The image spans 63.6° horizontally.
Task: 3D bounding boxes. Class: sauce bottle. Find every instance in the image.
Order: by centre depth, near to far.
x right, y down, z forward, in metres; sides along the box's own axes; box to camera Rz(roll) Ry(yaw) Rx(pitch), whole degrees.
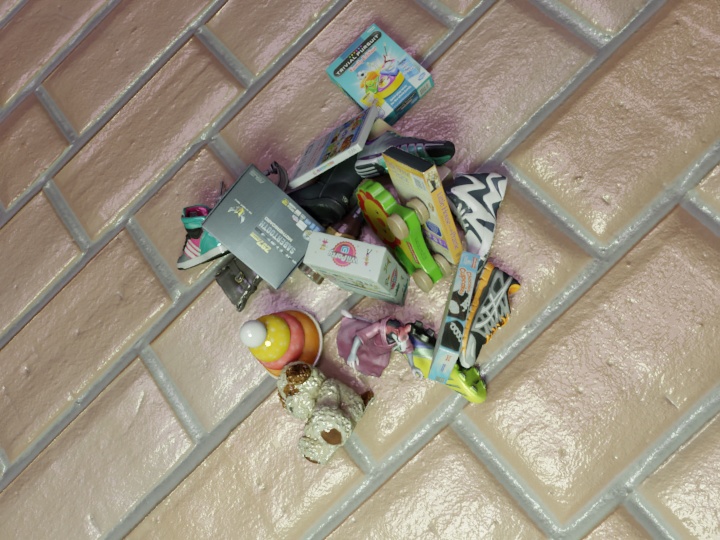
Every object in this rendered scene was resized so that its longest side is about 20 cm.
[{"bbox_3d":[-0.045,-0.065,1.189,0.064,0.065,0.201,39,91,23],"label":"sauce bottle"}]

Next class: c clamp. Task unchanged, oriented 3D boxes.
[{"bbox_3d":[-0.237,-0.177,1.249,0.197,0.027,0.173,-21,45,19],"label":"c clamp"}]

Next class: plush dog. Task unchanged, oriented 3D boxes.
[{"bbox_3d":[-0.079,0.235,1.071,0.171,0.201,0.161,37,56,7],"label":"plush dog"}]

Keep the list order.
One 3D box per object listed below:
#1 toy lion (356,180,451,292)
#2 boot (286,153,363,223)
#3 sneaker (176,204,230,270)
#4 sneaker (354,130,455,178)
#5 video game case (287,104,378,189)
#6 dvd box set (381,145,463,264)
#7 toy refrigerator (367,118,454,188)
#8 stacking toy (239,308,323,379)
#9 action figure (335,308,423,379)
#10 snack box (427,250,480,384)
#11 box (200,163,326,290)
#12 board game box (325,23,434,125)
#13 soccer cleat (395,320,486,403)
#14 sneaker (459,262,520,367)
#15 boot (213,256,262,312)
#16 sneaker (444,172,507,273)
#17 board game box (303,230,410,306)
[{"bbox_3d":[0.068,-0.074,1.102,0.068,0.202,0.191,-36,31,-15],"label":"toy lion"},{"bbox_3d":[-0.072,-0.182,1.229,0.198,0.077,0.170,4,55,44],"label":"boot"},{"bbox_3d":[-0.348,-0.075,1.237,0.198,0.083,0.123,-17,94,43],"label":"sneaker"},{"bbox_3d":[0.081,-0.241,1.114,0.196,0.074,0.089,-7,68,17],"label":"sneaker"},{"bbox_3d":[-0.057,-0.253,1.195,0.198,0.018,0.144,-22,35,37],"label":"video game case"},{"bbox_3d":[0.115,-0.119,1.058,0.029,0.202,0.146,-33,35,-12],"label":"dvd box set"},{"bbox_3d":[0.098,-0.221,1.181,0.200,0.076,0.070,42,90,24],"label":"toy refrigerator"},{"bbox_3d":[-0.166,0.127,1.102,0.143,0.200,0.149,-5,73,16],"label":"stacking toy"},{"bbox_3d":[0.042,0.123,1.055,0.132,0.200,0.151,20,59,-20],"label":"action figure"},{"bbox_3d":[0.163,0.081,1.012,0.036,0.117,0.202,16,57,6],"label":"snack box"},{"bbox_3d":[-0.190,-0.085,1.153,0.200,0.051,0.158,41,88,-9],"label":"box"},{"bbox_3d":[0.039,-0.422,1.272,0.151,0.047,0.200,-42,67,3],"label":"board game box"},{"bbox_3d":[0.145,0.179,1.072,0.200,0.064,0.084,40,119,19],"label":"soccer cleat"},{"bbox_3d":[0.229,0.083,1.045,0.076,0.078,0.202,21,71,9],"label":"sneaker"},{"bbox_3d":[-0.252,-0.035,1.251,0.173,0.069,0.201,-39,60,13],"label":"boot"},{"bbox_3d":[0.195,-0.100,1.103,0.127,0.080,0.203,14,82,12],"label":"sneaker"},{"bbox_3d":[0.000,0.000,1.083,0.145,0.200,0.065,14,81,20],"label":"board game box"}]
